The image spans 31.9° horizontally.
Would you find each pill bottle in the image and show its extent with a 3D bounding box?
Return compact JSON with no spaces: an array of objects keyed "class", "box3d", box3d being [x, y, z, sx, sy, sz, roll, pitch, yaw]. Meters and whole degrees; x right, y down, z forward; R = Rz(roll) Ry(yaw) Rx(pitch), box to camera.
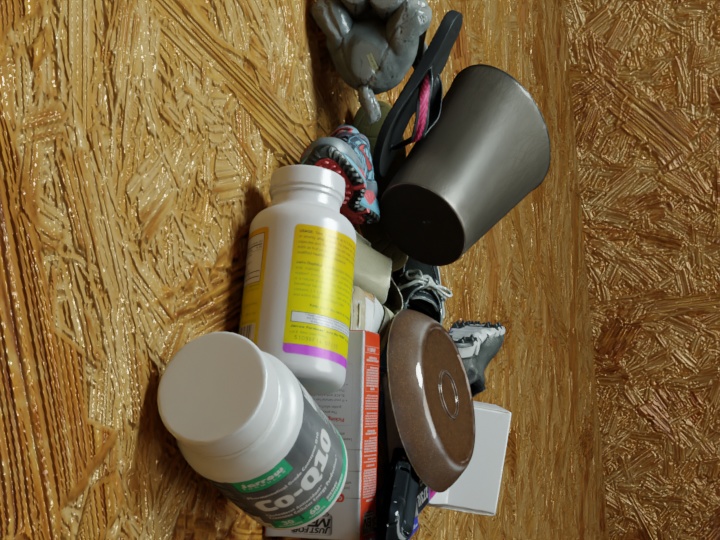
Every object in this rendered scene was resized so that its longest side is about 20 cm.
[{"class":"pill bottle","box3d":[-0.057,0.009,1.179,0.104,0.103,0.203,45,47,-65]},{"class":"pill bottle","box3d":[-0.089,0.136,1.060,0.200,0.112,0.114,58,35,-57]}]

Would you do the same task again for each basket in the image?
[{"class":"basket","box3d":[0.118,-0.108,1.460,0.200,0.135,0.182,-50,131,-38]}]

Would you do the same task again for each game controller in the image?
[{"class":"game controller","box3d":[0.031,0.254,1.271,0.200,0.042,0.106,-60,165,-79]}]

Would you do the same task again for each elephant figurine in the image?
[{"class":"elephant figurine","box3d":[0.031,-0.278,1.433,0.141,0.155,0.200,44,16,0]}]

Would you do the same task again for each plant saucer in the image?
[{"class":"plant saucer","box3d":[0.083,0.138,1.371,0.200,0.034,0.203,46,37,-51]}]

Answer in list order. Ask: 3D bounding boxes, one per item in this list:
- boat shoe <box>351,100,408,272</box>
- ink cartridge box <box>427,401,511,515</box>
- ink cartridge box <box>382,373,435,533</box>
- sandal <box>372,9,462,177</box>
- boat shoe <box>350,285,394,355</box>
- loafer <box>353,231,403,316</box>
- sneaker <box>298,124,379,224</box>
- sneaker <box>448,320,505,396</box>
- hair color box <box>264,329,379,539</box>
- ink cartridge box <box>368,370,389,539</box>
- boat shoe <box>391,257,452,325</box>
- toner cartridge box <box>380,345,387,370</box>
[{"class":"boat shoe","box3d":[0.020,-0.097,1.505,0.066,0.071,0.204,149,-66,-82]},{"class":"ink cartridge box","box3d":[0.111,0.225,1.564,0.200,0.123,0.130,83,16,-87]},{"class":"ink cartridge box","box3d":[0.058,0.206,1.410,0.095,0.037,0.203,-24,113,-70]},{"class":"sandal","box3d":[0.071,-0.190,1.397,0.202,0.045,0.075,-61,171,11]},{"class":"boat shoe","box3d":[-0.030,0.108,1.335,0.068,0.074,0.202,41,52,-29]},{"class":"loafer","box3d":[0.000,0.000,1.420,0.200,0.067,0.077,54,39,-61]},{"class":"sneaker","box3d":[-0.028,-0.114,1.351,0.200,0.078,0.097,60,27,-74]},{"class":"sneaker","box3d":[0.139,0.117,1.628,0.200,0.066,0.092,-18,111,-68]},{"class":"hair color box","box3d":[-0.037,0.161,1.244,0.061,0.100,0.203,23,69,-73]},{"class":"ink cartridge box","box3d":[-0.007,0.227,1.382,0.201,0.075,0.138,-69,152,-47]},{"class":"boat shoe","box3d":[0.070,0.035,1.511,0.068,0.073,0.202,129,-28,-56]},{"class":"toner cartridge box","box3d":[0.044,0.087,1.597,0.201,0.043,0.096,-71,153,-48]}]
